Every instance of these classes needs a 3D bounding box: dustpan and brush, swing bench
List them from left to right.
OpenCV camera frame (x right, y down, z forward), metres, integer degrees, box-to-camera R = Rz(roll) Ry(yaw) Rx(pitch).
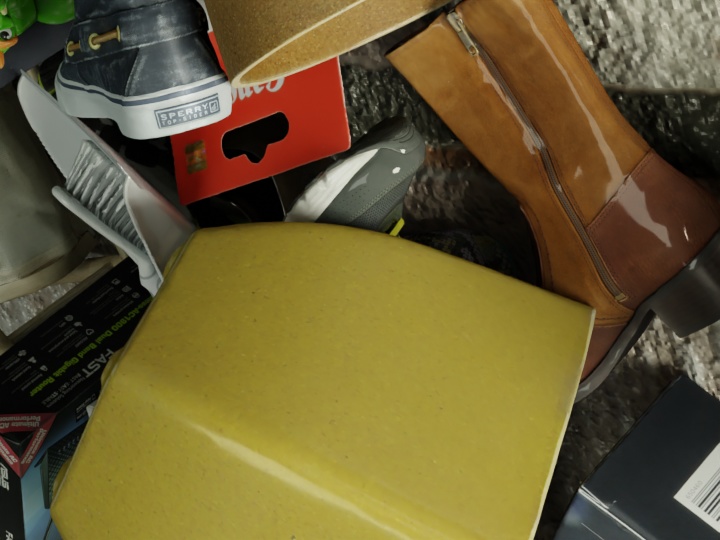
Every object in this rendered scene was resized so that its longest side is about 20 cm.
[{"bbox_3d":[-0.281,-0.057,1.265,0.200,0.130,0.200,5,126,51],"label":"swing bench"},{"bbox_3d":[-0.126,-0.016,1.067,0.140,0.057,0.200,41,178,45],"label":"dustpan and brush"}]

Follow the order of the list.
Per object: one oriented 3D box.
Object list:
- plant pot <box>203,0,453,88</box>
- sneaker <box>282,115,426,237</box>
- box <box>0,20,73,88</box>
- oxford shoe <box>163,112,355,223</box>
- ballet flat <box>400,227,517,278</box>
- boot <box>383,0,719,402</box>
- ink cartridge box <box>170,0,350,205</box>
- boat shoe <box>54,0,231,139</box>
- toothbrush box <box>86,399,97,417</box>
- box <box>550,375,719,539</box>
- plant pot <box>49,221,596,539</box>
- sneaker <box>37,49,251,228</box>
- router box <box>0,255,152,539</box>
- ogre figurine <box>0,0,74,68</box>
[{"bbox_3d":[-0.015,-0.211,0.819,0.186,0.186,0.201,-22,93,53],"label":"plant pot"},{"bbox_3d":[0.000,0.000,0.979,0.085,0.074,0.200,40,138,8],"label":"sneaker"},{"bbox_3d":[-0.251,-0.176,1.060,0.104,0.200,0.148,9,127,43],"label":"box"},{"bbox_3d":[-0.086,-0.095,1.058,0.200,0.084,0.073,45,146,9],"label":"oxford shoe"},{"bbox_3d":[0.001,0.013,1.073,0.200,0.072,0.072,-9,115,50],"label":"ballet flat"},{"bbox_3d":[0.078,-0.033,0.936,0.200,0.068,0.188,48,143,-6],"label":"boot"},{"bbox_3d":[-0.081,-0.147,0.964,0.162,0.057,0.201,-14,77,51],"label":"ink cartridge box"},{"bbox_3d":[-0.112,-0.123,0.907,0.200,0.071,0.091,-154,51,-67],"label":"boat shoe"},{"bbox_3d":[-0.077,0.142,1.199,0.086,0.145,0.201,27,140,39],"label":"toothbrush box"},{"bbox_3d":[0.176,0.183,1.007,0.148,0.107,0.200,36,143,17],"label":"box"},{"bbox_3d":[-0.030,0.090,0.894,0.199,0.196,0.195,28,130,-2],"label":"plant pot"},{"bbox_3d":[-0.127,-0.058,1.146,0.200,0.074,0.081,45,147,9],"label":"sneaker"},{"bbox_3d":[-0.173,0.090,1.211,0.062,0.200,0.150,32,141,22],"label":"router box"},{"bbox_3d":[-0.207,-0.170,0.958,0.098,0.200,0.120,23,133,45],"label":"ogre figurine"}]
